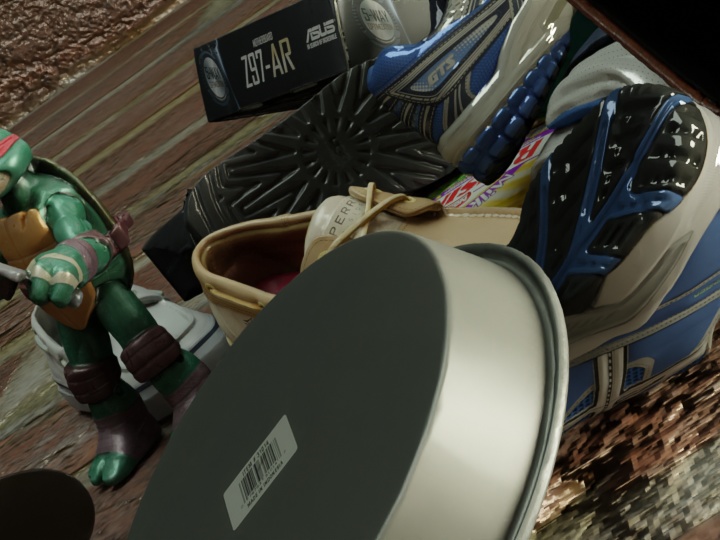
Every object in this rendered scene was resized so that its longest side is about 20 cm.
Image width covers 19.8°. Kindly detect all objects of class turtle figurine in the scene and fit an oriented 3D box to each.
[{"bbox_3d":[-0.148,0.005,0.975,0.101,0.200,0.150,-43,15,-26],"label":"turtle figurine"}]

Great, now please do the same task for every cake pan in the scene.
[{"bbox_3d":[-0.016,0.071,0.637,0.200,0.037,0.201,-44,27,29],"label":"cake pan"}]

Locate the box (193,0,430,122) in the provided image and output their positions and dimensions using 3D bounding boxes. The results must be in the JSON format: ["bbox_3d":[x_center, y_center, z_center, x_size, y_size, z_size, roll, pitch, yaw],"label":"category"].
[{"bbox_3d":[0.033,-0.125,1.109,0.199,0.044,0.160,-12,0,-30],"label":"box"}]

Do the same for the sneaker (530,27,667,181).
[{"bbox_3d":[0.118,-0.090,0.887,0.146,0.081,0.200,-35,19,-9],"label":"sneaker"}]

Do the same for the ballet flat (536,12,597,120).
[{"bbox_3d":[0.111,-0.131,1.023,0.067,0.067,0.200,24,44,39],"label":"ballet flat"}]

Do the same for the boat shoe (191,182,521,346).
[{"bbox_3d":[0.000,0.000,0.872,0.199,0.069,0.074,-12,35,44],"label":"boat shoe"}]

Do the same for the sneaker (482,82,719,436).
[{"bbox_3d":[0.068,0.026,0.681,0.200,0.077,0.076,-45,40,38],"label":"sneaker"}]

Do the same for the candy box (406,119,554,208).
[{"bbox_3d":[0.037,-0.019,0.971,0.200,0.026,0.102,-27,18,34],"label":"candy box"}]

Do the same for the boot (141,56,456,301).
[{"bbox_3d":[-0.026,-0.044,1.060,0.164,0.066,0.200,-24,-3,-12],"label":"boot"}]

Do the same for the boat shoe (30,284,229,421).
[{"bbox_3d":[-0.133,0.040,1.105,0.074,0.067,0.200,-44,16,-26],"label":"boat shoe"}]

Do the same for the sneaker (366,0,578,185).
[{"bbox_3d":[0.067,-0.142,0.881,0.201,0.085,0.077,-62,-2,-14],"label":"sneaker"}]

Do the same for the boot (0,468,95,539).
[{"bbox_3d":[-0.203,0.133,1.003,0.186,0.064,0.200,-34,9,3],"label":"boot"}]

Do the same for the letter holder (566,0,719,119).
[{"bbox_3d":[0.180,-0.107,0.694,0.200,0.142,0.101,-26,-25,-54],"label":"letter holder"}]
